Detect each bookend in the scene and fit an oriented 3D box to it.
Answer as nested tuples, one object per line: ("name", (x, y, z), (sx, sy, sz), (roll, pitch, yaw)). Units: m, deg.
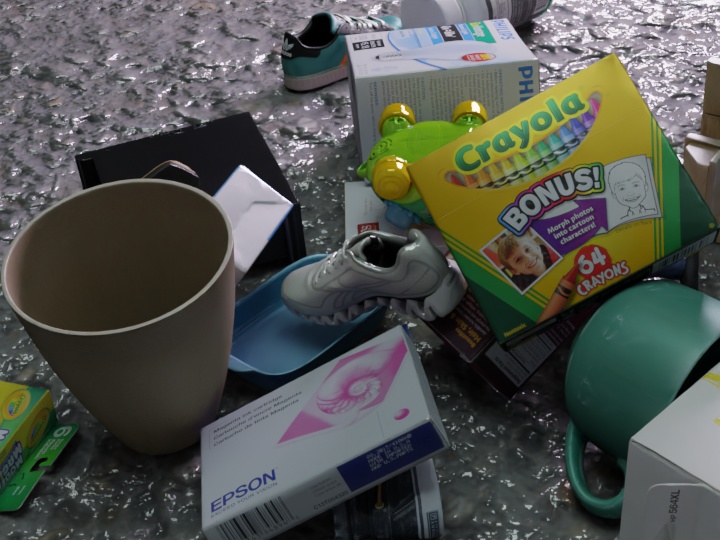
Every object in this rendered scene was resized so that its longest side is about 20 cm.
("bookend", (-0.179, -0.062, 1.339), (0.199, 0.092, 0.200), (-16, 39, -13))

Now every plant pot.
("plant pot", (-0.186, 0.058, 1.077), (0.187, 0.200, 0.187), (-4, 42, 3))

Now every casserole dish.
("casserole dish", (-0.057, 0.052, 1.214), (0.121, 0.039, 0.200), (25, 46, 34))

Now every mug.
("mug", (0.229, 0.091, 1.029), (0.185, 0.152, 0.114), (-30, 44, -31))

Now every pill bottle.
("pill bottle", (0.156, -0.362, 1.692), (0.200, 0.113, 0.113), (-29, 42, -30))

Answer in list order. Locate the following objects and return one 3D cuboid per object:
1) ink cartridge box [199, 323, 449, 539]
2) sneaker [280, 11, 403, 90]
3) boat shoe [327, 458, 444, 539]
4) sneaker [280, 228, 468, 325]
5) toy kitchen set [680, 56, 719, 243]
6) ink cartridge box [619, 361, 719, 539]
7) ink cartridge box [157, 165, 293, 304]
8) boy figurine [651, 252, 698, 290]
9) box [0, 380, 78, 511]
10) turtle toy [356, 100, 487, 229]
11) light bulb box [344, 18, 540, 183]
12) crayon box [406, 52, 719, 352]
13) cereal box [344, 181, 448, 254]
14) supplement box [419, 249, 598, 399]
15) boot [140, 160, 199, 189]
("ink cartridge box", (-0.039, 0.122, 1.033), (0.196, 0.043, 0.200), (-28, 27, 5))
("sneaker", (-0.019, -0.306, 1.661), (0.200, 0.080, 0.071), (-30, 43, -30))
("boat shoe", (0.010, 0.142, 1.055), (0.091, 0.071, 0.200), (-7, 37, -3))
("sneaker", (0.000, 0.000, 1.140), (0.200, 0.081, 0.075), (-7, 48, 39))
("toy kitchen set", (0.301, -0.127, 1.279), (0.180, 0.200, 0.163), (19, 42, 29))
("ink cartridge box", (0.291, 0.162, 0.948), (0.200, 0.129, 0.125), (-33, 45, -31))
("ink cartridge box", (-0.154, 0.007, 1.208), (0.067, 0.200, 0.116), (36, 42, -5))
("boy figurine", (0.225, -0.005, 1.225), (0.200, 0.065, 0.124), (0, 4, 10))
("box", (-0.360, 0.146, 1.115), (0.200, 0.048, 0.117), (9, 39, 16))
("turtle toy", (0.096, -0.096, 1.275), (0.200, 0.101, 0.146), (0, 36, 7))
("light bulb box", (0.090, -0.196, 1.436), (0.200, 0.125, 0.198), (-7, 24, -2))
("crayon box", (0.166, -0.056, 1.056), (0.200, 0.058, 0.173), (-29, 75, 5))
("cereal box", (0.083, -0.051, 1.336), (0.200, 0.040, 0.144), (-4, 35, 1))
("supplement box", (0.153, 0.001, 1.143), (0.200, 0.086, 0.110), (-47, 45, 0))
("boot", (-0.245, -0.046, 1.261), (0.200, 0.077, 0.138), (-51, 35, 12))
